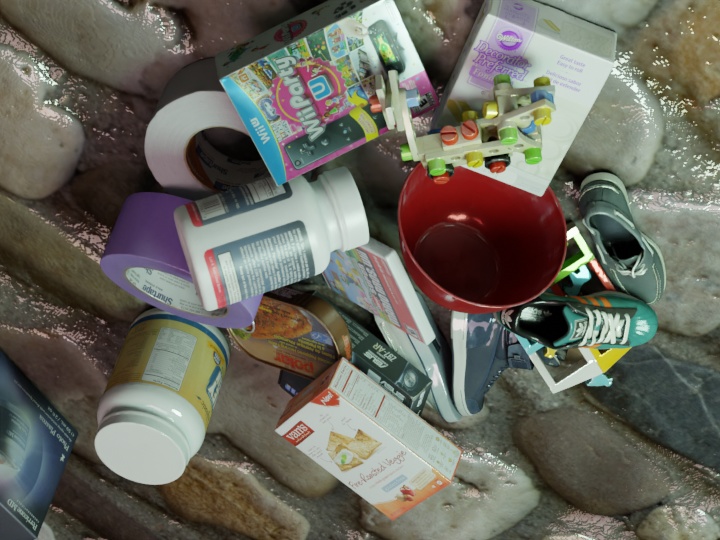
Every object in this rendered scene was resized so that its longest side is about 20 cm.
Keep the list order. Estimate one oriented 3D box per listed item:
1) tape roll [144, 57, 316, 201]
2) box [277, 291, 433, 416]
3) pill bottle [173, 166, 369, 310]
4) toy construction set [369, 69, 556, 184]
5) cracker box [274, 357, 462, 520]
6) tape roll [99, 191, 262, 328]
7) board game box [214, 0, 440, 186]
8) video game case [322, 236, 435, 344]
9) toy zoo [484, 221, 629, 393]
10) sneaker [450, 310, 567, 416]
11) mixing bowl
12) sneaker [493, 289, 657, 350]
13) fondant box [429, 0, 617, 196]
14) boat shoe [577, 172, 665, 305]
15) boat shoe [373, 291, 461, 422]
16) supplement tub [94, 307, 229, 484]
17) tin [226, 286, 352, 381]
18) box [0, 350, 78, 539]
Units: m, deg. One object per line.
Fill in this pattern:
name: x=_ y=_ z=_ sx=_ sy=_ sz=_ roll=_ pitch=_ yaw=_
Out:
tape roll: x=-0.146 y=-0.145 z=1.667 sx=0.197 sy=0.067 sz=0.202 roll=7 pitch=134 yaw=7
box: x=-0.010 y=0.145 z=1.866 sx=0.199 sy=0.043 sz=0.161 roll=37 pitch=139 yaw=19
pill bottle: x=-0.097 y=-0.041 z=1.599 sx=0.198 sy=0.120 sz=0.121 roll=-18 pitch=133 yaw=-9
toy construction set: x=0.107 y=-0.149 z=1.487 sx=0.197 sy=0.093 sz=0.131 roll=5 pitch=164 yaw=15
cracker box: x=0.009 y=0.212 z=1.800 sx=0.199 sy=0.058 sz=0.134 roll=38 pitch=136 yaw=-10
tape roll: x=-0.208 y=-0.010 z=1.746 sx=0.198 sy=0.086 sz=0.200 roll=19 pitch=162 yaw=6
board game box: x=-0.034 y=-0.200 z=1.534 sx=0.198 sy=0.065 sz=0.148 roll=-25 pitch=125 yaw=6
video game case: x=0.000 y=0.000 z=1.717 sx=0.199 sy=0.017 sz=0.144 roll=29 pitch=153 yaw=48
toy zoo: x=0.249 y=0.058 z=1.724 sx=0.130 sy=0.020 sz=0.201 roll=-33 pitch=110 yaw=6
sneaker: x=0.188 y=0.117 z=1.825 sx=0.144 sy=0.077 sz=0.204 roll=5 pitch=136 yaw=9
mixing bowl: x=0.123 y=-0.029 z=1.634 sx=0.198 sy=0.202 sz=0.109 roll=20 pitch=151 yaw=-6
sneaker: x=0.254 y=0.064 z=1.671 sx=0.197 sy=0.080 sz=0.072 roll=5 pitch=106 yaw=-8
fondant box: x=0.169 y=-0.188 z=1.547 sx=0.143 sy=0.059 sz=0.201 roll=20 pitch=134 yaw=-4
boat shoe: x=0.301 y=-0.021 z=1.670 sx=0.072 sy=0.062 sz=0.201 roll=-13 pitch=129 yaw=23
boat shoe: x=0.065 y=0.118 z=1.860 sx=0.085 sy=0.075 sz=0.203 roll=-11 pitch=126 yaw=24
supplement tub: x=-0.262 y=0.164 z=1.900 sx=0.143 sy=0.201 sz=0.146 roll=7 pitch=136 yaw=7
tin: x=-0.093 y=0.075 z=1.830 sx=0.198 sy=0.042 sz=0.113 roll=17 pitch=126 yaw=36
box: x=-0.529 y=0.259 z=2.066 sx=0.122 sy=0.200 sz=0.201 roll=-16 pitch=128 yaw=28
